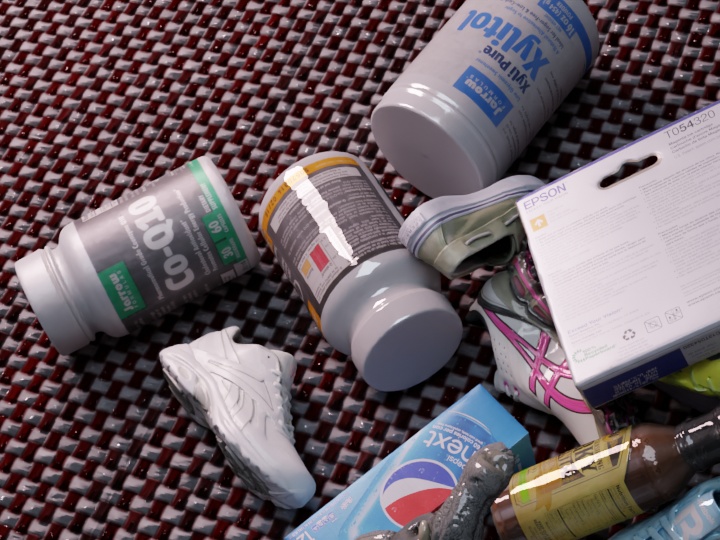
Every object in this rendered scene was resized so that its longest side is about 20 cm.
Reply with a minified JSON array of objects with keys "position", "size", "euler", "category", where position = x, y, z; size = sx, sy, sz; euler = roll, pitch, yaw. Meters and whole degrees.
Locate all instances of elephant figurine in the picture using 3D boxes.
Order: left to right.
[{"position":[0.041,0.235,1.032],"size":[0.154,0.142,0.201],"euler":[0,54,39],"category":"elephant figurine"}]

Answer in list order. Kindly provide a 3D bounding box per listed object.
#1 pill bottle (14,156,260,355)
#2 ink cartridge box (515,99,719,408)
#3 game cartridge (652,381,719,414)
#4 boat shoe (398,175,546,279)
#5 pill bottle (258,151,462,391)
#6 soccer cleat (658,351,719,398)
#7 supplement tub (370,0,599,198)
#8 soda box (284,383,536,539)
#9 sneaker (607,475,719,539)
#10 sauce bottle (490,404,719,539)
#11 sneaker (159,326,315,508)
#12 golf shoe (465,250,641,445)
[{"position":[-0.200,-0.011,1.319],"size":[0.199,0.113,0.113],"euler":[-28,53,-7],"category":"pill bottle"},{"position":[0.235,-0.016,1.134],"size":[0.195,0.043,0.201],"euler":[-26,45,14],"category":"ink cartridge box"},{"position":[0.289,0.046,1.204],"size":[0.199,0.042,0.133],"euler":[34,64,31],"category":"game cartridge"},{"position":[0.109,-0.030,1.244],"size":[0.199,0.072,0.062],"euler":[-17,61,-48],"category":"boat shoe"},{"position":[0.000,0.000,1.257],"size":[0.116,0.117,0.201],"euler":[-28,52,-7],"category":"pill bottle"},{"position":[0.272,0.076,1.110],"size":[0.083,0.065,0.200],"euler":[-31,38,-19],"category":"soccer cleat"},{"position":[0.117,-0.172,1.345],"size":[0.131,0.132,0.200],"euler":[26,64,29],"category":"supplement tub"},{"position":[0.042,0.183,1.145],"size":[0.199,0.068,0.064],"euler":[-37,54,-14],"category":"soda box"},{"position":[0.239,0.193,1.079],"size":[0.199,0.082,0.074],"euler":[-27,52,-6],"category":"sneaker"},{"position":[0.195,0.153,1.095],"size":[0.199,0.065,0.065],"euler":[-26,50,18],"category":"sauce bottle"},{"position":[-0.086,0.111,1.227],"size":[0.099,0.078,0.200],"euler":[-33,54,-15],"category":"sneaker"},{"position":[0.158,0.086,1.197],"size":[0.092,0.072,0.201],"euler":[-43,55,24],"category":"golf shoe"}]
